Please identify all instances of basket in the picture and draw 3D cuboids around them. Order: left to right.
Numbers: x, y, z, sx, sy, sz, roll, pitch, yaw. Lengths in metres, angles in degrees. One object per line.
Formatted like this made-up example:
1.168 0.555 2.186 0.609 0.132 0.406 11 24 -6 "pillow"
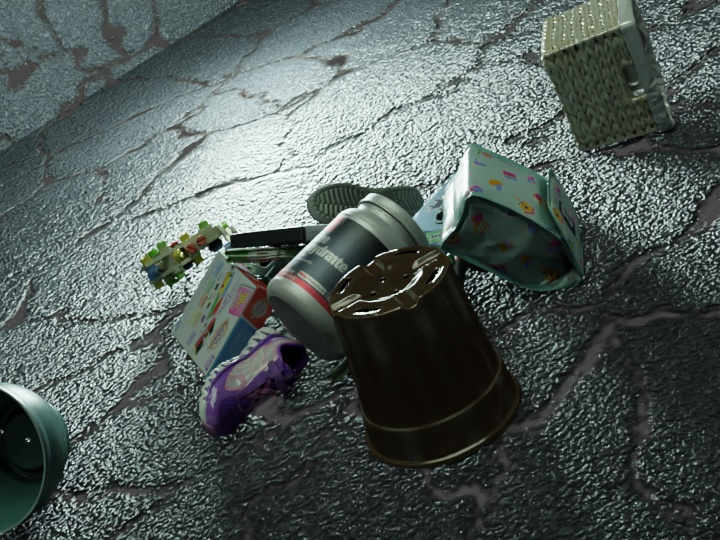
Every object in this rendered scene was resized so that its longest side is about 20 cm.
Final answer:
0.399 -0.325 1.940 0.160 0.199 0.200 -19 26 18 "basket"

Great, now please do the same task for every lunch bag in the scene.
0.218 -0.068 1.633 0.199 0.122 0.171 22 30 -7 "lunch bag"

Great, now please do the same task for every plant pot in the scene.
-0.477 0.241 1.617 0.199 0.202 0.134 -15 -1 18 "plant pot"
0.066 0.091 1.404 0.199 0.199 0.201 -18 25 9 "plant pot"

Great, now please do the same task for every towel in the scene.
-0.084 -0.024 1.787 0.199 0.031 0.149 -3 0 25 "towel"
0.043 0.064 1.600 0.200 0.023 0.153 -43 -1 -34 "towel"

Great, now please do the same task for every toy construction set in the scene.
-0.287 -0.037 2.080 0.199 0.093 0.131 -19 0 -9 "toy construction set"

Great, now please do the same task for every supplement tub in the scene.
-0.014 0.008 1.596 0.200 0.141 0.140 -45 31 -18 "supplement tub"

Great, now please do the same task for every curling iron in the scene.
0.129 -0.009 1.675 0.049 0.026 0.201 7 56 -7 "curling iron"

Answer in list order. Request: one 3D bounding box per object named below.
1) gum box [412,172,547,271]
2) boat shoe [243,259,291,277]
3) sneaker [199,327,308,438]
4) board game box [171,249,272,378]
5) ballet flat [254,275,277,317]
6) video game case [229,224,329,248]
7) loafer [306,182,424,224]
0.170 -0.077 1.805 0.169 0.045 0.200 7 39 37 "gum box"
-0.172 0.008 1.930 0.200 0.062 0.073 -39 30 -30 "boat shoe"
-0.138 0.150 1.613 0.088 0.081 0.200 5 35 32 "sneaker"
-0.205 0.068 1.777 0.154 0.040 0.200 -60 28 3 "board game box"
-0.091 0.043 1.801 0.199 0.067 0.064 0 65 23 "ballet flat"
-0.070 -0.053 1.796 0.180 0.026 0.199 -5 1 -37 "video game case"
0.003 -0.097 1.931 0.199 0.076 0.070 0 -17 -22 "loafer"
